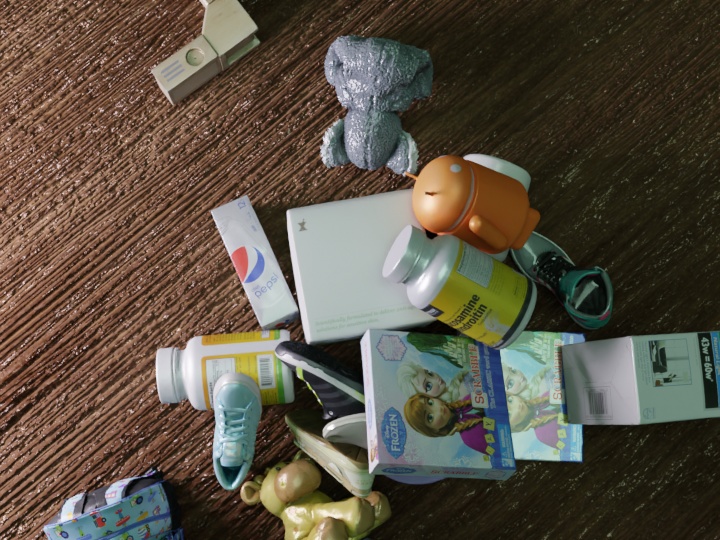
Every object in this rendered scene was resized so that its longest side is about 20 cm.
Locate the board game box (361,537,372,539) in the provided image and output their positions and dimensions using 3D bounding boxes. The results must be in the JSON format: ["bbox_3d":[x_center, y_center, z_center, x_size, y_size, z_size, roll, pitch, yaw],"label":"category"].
[{"bbox_3d":[-0.048,0.495,1.546,0.061,0.199,0.201,19,93,33],"label":"board game box"}]

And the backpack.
[{"bbox_3d":[-0.352,0.372,1.549,0.181,0.200,0.135,-19,84,-5],"label":"backpack"}]

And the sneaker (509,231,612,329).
[{"bbox_3d":[0.313,0.010,1.661,0.200,0.121,0.084,44,83,3],"label":"sneaker"}]

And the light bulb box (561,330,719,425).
[{"bbox_3d":[0.433,0.157,1.589,0.199,0.198,0.126,-2,83,-19],"label":"light bulb box"}]

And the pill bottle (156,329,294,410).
[{"bbox_3d":[-0.201,0.151,1.627,0.198,0.111,0.112,-4,83,-3],"label":"pill bottle"}]

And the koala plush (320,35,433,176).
[{"bbox_3d":[0.019,-0.249,1.667,0.176,0.184,0.202,9,94,-1],"label":"koala plush"}]

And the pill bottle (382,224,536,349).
[{"bbox_3d":[0.135,0.019,1.494,0.199,0.112,0.113,28,82,-12],"label":"pill bottle"}]

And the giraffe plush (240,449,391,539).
[{"bbox_3d":[-0.079,0.348,1.606,0.200,0.172,0.163,-41,73,28],"label":"giraffe plush"}]

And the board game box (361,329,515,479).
[{"bbox_3d":[0.105,0.185,1.498,0.198,0.041,0.201,5,58,-15],"label":"board game box"}]

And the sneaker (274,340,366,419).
[{"bbox_3d":[-0.044,0.177,1.562,0.199,0.072,0.083,30,102,-3],"label":"sneaker"}]

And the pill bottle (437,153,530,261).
[{"bbox_3d":[0.181,-0.067,1.669,0.114,0.114,0.201,19,83,0],"label":"pill bottle"}]

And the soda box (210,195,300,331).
[{"bbox_3d":[-0.160,-0.009,1.661,0.063,0.068,0.201,-24,79,-5],"label":"soda box"}]

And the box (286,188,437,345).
[{"bbox_3d":[0.000,0.000,1.623,0.197,0.171,0.202,-9,83,-5],"label":"box"}]

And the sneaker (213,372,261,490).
[{"bbox_3d":[-0.179,0.240,1.577,0.073,0.201,0.082,-2,39,-7],"label":"sneaker"}]

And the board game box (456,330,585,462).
[{"bbox_3d":[0.245,0.192,1.675,0.198,0.041,0.202,2,83,-1],"label":"board game box"}]

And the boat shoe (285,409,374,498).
[{"bbox_3d":[-0.048,0.265,1.600,0.073,0.200,0.064,-8,113,-40],"label":"boat shoe"}]

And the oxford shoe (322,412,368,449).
[{"bbox_3d":[0.046,0.238,1.525,0.198,0.075,0.058,4,62,-6],"label":"oxford shoe"}]

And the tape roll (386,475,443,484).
[{"bbox_3d":[0.091,0.216,1.621,0.198,0.085,0.202,-2,82,14],"label":"tape roll"}]

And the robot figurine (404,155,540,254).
[{"bbox_3d":[0.158,-0.093,1.535,0.199,0.116,0.145,18,62,-27],"label":"robot figurine"}]

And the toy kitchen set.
[{"bbox_3d":[-0.283,-0.405,1.666,0.180,0.163,0.200,-37,85,-6],"label":"toy kitchen set"}]
